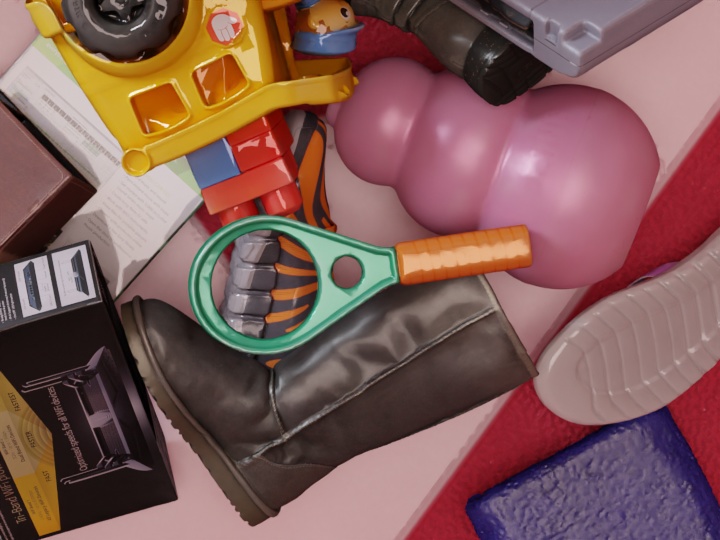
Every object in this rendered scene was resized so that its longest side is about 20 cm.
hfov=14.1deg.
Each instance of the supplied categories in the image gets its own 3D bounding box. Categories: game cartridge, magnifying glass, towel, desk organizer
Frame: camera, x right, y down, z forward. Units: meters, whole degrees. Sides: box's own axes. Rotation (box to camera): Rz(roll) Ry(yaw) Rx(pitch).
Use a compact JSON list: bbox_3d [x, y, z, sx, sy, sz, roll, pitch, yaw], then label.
[{"bbox_3d":[0.106,-0.192,1.689,0.133,0.200,0.042,-28,138,-29],"label":"game cartridge"},{"bbox_3d":[0.000,0.000,1.668,0.199,0.022,0.080,-8,92,-10],"label":"magnifying glass"},{"bbox_3d":[0.167,0.197,1.813,0.147,0.050,0.200,-27,97,-7],"label":"towel"},{"bbox_3d":[-0.254,-0.091,1.715,0.077,0.072,0.200,-45,80,1],"label":"desk organizer"}]

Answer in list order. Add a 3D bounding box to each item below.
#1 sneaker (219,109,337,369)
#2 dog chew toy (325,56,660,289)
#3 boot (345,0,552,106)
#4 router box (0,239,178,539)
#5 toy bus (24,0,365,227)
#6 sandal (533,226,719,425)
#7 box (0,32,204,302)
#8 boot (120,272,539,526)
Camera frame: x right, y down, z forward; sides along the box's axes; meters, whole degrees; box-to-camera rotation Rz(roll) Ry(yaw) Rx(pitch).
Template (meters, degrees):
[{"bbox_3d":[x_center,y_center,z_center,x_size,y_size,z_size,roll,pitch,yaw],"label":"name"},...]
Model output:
[{"bbox_3d":[-0.023,0.005,1.772,0.112,0.078,0.201,12,106,-9],"label":"sneaker"},{"bbox_3d":[0.076,-0.068,1.742,0.199,0.125,0.125,21,95,3],"label":"dog chew toy"},{"bbox_3d":[0.094,-0.183,1.742,0.200,0.068,0.131,-30,55,-34],"label":"boot"},{"bbox_3d":[-0.207,0.083,1.718,0.157,0.052,0.200,-16,139,-1],"label":"router box"},{"bbox_3d":[-0.065,-0.128,1.674,0.200,0.136,0.192,-25,96,11],"label":"toy bus"},{"bbox_3d":[0.192,0.028,1.794,0.202,0.050,0.083,-31,111,-12],"label":"sandal"},{"bbox_3d":[-0.183,-0.050,1.771,0.144,0.036,0.200,42,94,-6],"label":"box"},{"bbox_3d":[-0.018,0.043,1.707,0.200,0.073,0.182,-29,121,12],"label":"boot"}]
